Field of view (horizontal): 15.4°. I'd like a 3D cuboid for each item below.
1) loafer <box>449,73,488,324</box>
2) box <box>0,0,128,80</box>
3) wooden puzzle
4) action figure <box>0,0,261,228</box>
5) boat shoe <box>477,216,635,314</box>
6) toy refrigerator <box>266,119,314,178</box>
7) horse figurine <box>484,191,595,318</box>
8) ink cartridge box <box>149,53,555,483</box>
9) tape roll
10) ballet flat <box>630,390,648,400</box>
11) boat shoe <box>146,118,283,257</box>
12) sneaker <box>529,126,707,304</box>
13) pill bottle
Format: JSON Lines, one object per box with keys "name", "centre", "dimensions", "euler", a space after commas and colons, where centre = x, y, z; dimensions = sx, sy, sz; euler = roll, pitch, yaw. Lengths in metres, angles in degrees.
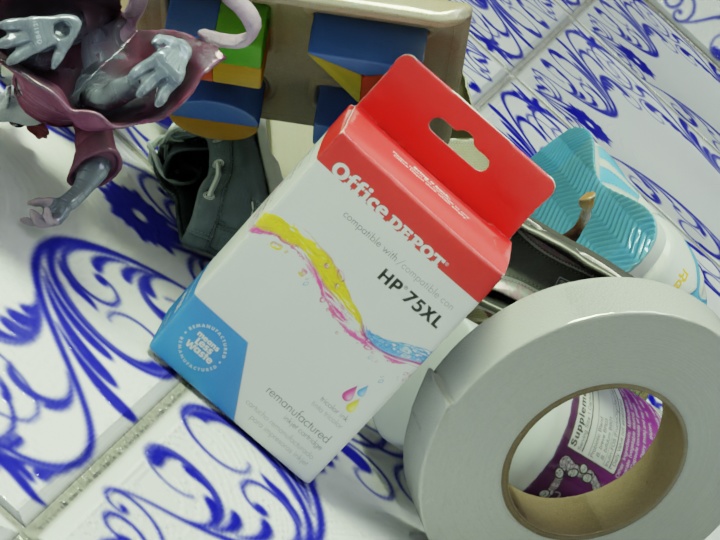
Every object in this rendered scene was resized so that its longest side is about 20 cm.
{"name": "loafer", "centre": [0.050, -0.058, 1.701], "dimensions": [0.075, 0.068, 0.200], "euler": [-1, 59, -32]}
{"name": "box", "centre": [-0.163, -0.213, 1.573], "dimensions": [0.077, 0.201, 0.095], "euler": [0, 5, 18]}
{"name": "wooden puzzle", "centre": [-0.037, -0.109, 1.480], "dimensions": [0.185, 0.046, 0.200], "euler": [8, -17, 1]}
{"name": "action figure", "centre": [-0.159, -0.114, 1.413], "dimensions": [0.134, 0.149, 0.200], "euler": [49, -13, -5]}
{"name": "boat shoe", "centre": [0.082, -0.007, 1.524], "dimensions": [0.200, 0.067, 0.057], "euler": [25, -6, 7]}
{"name": "toy refrigerator", "centre": [-0.048, -0.151, 1.664], "dimensions": [0.070, 0.201, 0.076], "euler": [-3, -2, -31]}
{"name": "horse figurine", "centre": [0.061, -0.019, 1.611], "dimensions": [0.200, 0.133, 0.050], "euler": [24, 45, 18]}
{"name": "ink cartridge box", "centre": [-0.003, -0.002, 1.402], "dimensions": [0.116, 0.200, 0.067], "euler": [40, 16, -6]}
{"name": "tape roll", "centre": [0.122, 0.094, 1.453], "dimensions": [0.203, 0.203, 0.037], "euler": [31, 20, -33]}
{"name": "ballet flat", "centre": [0.136, 0.026, 1.702], "dimensions": [0.071, 0.071, 0.200], "euler": [31, 25, -35]}
{"name": "boat shoe", "centre": [-0.094, -0.073, 1.598], "dimensions": [0.062, 0.073, 0.200], "euler": [8, 35, -23]}
{"name": "sneaker", "centre": [0.152, -0.022, 1.671], "dimensions": [0.081, 0.076, 0.200], "euler": [45, 8, -30]}
{"name": "pill bottle", "centre": [0.104, 0.102, 1.546], "dimensions": [0.200, 0.112, 0.112], "euler": [31, 20, -34]}
